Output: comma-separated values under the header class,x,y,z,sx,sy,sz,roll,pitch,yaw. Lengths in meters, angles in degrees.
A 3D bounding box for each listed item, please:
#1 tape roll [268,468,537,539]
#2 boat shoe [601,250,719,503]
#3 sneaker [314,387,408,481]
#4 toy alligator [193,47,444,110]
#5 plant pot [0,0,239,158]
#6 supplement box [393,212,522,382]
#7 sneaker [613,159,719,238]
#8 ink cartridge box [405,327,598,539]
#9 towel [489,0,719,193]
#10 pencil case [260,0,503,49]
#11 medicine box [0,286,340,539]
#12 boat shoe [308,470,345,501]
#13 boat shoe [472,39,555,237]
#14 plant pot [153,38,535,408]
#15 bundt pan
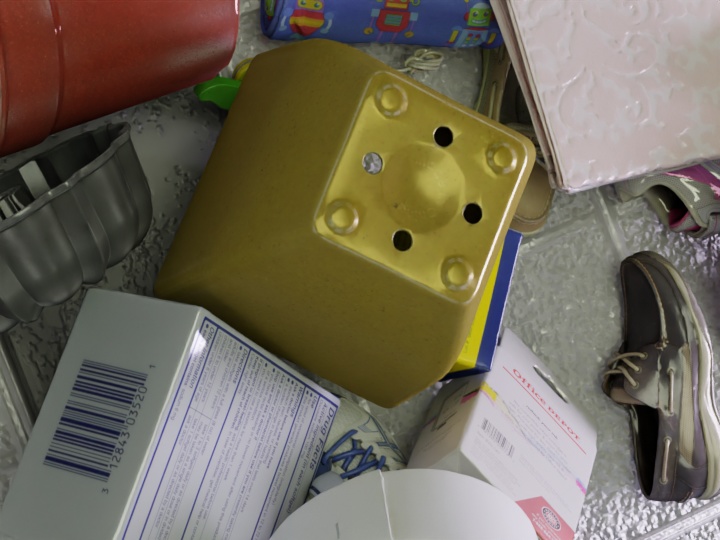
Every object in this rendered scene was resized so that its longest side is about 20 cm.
class,x,y,z,sx,sy,sz,roll,pitch,yaw
tape roll,0.030,0.229,1.367,0.202,0.203,0.071,13,35,-17
boat shoe,0.230,0.085,1.575,0.073,0.074,0.201,-13,86,-20
sneaker,0.020,0.157,1.486,0.200,0.088,0.075,45,74,-7
toy alligator,-0.030,-0.129,1.527,0.199,0.059,0.054,-9,128,-22
plant pot,-0.201,-0.185,1.408,0.195,0.201,0.202,-16,88,-28
supplement box,0.000,0.000,1.487,0.199,0.109,0.109,18,77,-17
sneaker,0.282,-0.062,1.614,0.199,0.081,0.089,21,78,-7
ink cartridge box,0.106,0.138,1.496,0.117,0.067,0.200,47,27,-9
towel,0.201,-0.164,1.538,0.199,0.032,0.192,-12,82,-28
pencil case,0.015,-0.211,1.537,0.199,0.087,0.078,1,121,-18
medicine box,-0.125,0.134,1.379,0.200,0.103,0.183,39,67,-54
boat shoe,-0.002,0.235,1.449,0.062,0.072,0.201,-28,117,-13
boat shoe,0.129,-0.128,1.572,0.073,0.063,0.202,9,80,-18
plant pot,0.006,-0.040,1.331,0.195,0.200,0.195,26,75,-14
bundt pan,-0.225,-0.018,1.373,0.202,0.202,0.076,-34,105,-20
